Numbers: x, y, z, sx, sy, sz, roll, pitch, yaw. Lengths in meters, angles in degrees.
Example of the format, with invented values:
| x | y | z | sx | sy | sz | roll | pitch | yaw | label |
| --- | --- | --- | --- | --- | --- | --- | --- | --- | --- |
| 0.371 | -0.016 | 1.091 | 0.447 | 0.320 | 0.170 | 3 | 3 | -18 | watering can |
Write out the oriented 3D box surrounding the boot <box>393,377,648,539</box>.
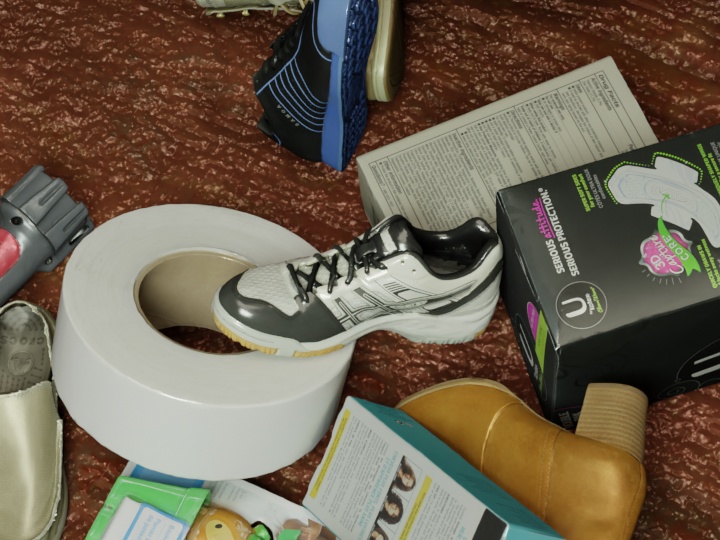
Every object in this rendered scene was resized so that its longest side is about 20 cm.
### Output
| x | y | z | sx | sy | sz | roll | pitch | yaw | label |
| --- | --- | --- | --- | --- | --- | --- | --- | --- | --- |
| 0.088 | 0.145 | 1.374 | 0.201 | 0.071 | 0.144 | -7 | 50 | 34 | boot |

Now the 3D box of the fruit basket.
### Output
| x | y | z | sx | sy | sz | roll | pitch | yaw | label |
| --- | --- | --- | --- | --- | --- | --- | --- | --- | --- |
| -0.093 | 0.220 | 1.377 | 0.199 | 0.094 | 0.186 | 23 | 66 | 12 | fruit basket |

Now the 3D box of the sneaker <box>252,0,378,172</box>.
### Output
| x | y | z | sx | sy | sz | roll | pitch | yaw | label |
| --- | --- | --- | --- | --- | --- | --- | --- | --- | --- |
| -0.036 | -0.144 | 1.503 | 0.078 | 0.200 | 0.070 | 21 | 57 | 9 | sneaker |

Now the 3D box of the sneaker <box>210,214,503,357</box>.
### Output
| x | y | z | sx | sy | sz | roll | pitch | yaw | label |
| --- | --- | --- | --- | --- | --- | --- | --- | --- | --- |
| 0.000 | 0.000 | 1.402 | 0.199 | 0.088 | 0.076 | -6 | 46 | -23 | sneaker |

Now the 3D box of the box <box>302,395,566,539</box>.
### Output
| x | y | z | sx | sy | sz | roll | pitch | yaw | label |
| --- | --- | --- | --- | --- | --- | --- | --- | --- | --- |
| 0.042 | 0.156 | 1.343 | 0.200 | 0.049 | 0.083 | 36 | 106 | 54 | box |

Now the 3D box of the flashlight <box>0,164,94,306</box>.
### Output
| x | y | z | sx | sy | sz | roll | pitch | yaw | label |
| --- | --- | --- | --- | --- | --- | --- | --- | --- | --- |
| -0.282 | 0.009 | 1.518 | 0.068 | 0.068 | 0.200 | 36 | 72 | 18 | flashlight |

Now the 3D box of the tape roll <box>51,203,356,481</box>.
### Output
| x | y | z | sx | sy | sz | roll | pitch | yaw | label |
| --- | --- | --- | --- | --- | --- | --- | --- | --- | --- |
| -0.104 | 0.045 | 1.438 | 0.202 | 0.071 | 0.203 | 9 | 39 | -7 | tape roll |

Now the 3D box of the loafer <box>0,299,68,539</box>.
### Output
| x | y | z | sx | sy | sz | roll | pitch | yaw | label |
| --- | --- | --- | --- | --- | --- | --- | --- | --- | --- |
| -0.239 | 0.107 | 1.461 | 0.075 | 0.068 | 0.201 | -6 | 62 | 2 | loafer |

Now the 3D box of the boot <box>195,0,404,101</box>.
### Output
| x | y | z | sx | sy | sz | roll | pitch | yaw | label |
| --- | --- | --- | --- | --- | --- | --- | --- | --- | --- |
| -0.047 | -0.204 | 1.611 | 0.154 | 0.072 | 0.201 | -5 | 57 | 1 | boot |

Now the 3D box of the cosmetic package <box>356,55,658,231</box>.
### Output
| x | y | z | sx | sy | sz | roll | pitch | yaw | label |
| --- | --- | --- | --- | --- | --- | --- | --- | --- | --- |
| 0.108 | -0.061 | 1.520 | 0.199 | 0.073 | 0.104 | -21 | 62 | -7 | cosmetic package |

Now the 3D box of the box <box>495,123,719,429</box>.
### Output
| x | y | z | sx | sy | sz | roll | pitch | yaw | label |
| --- | --- | --- | --- | --- | --- | --- | --- | --- | --- |
| 0.201 | 0.003 | 1.435 | 0.199 | 0.149 | 0.125 | -16 | 63 | -5 | box |
